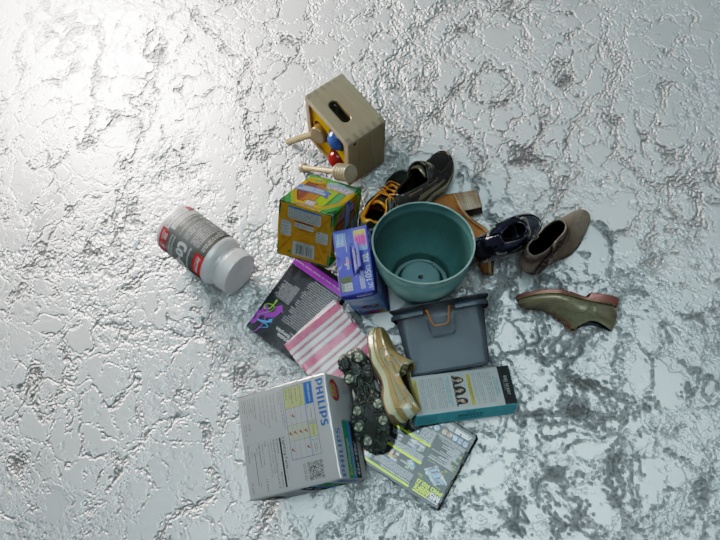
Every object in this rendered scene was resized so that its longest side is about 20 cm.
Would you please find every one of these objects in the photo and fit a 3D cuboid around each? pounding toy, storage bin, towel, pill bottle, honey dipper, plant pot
[{"bbox_3d":[-0.061,-0.301,1.628,0.141,0.185,0.200,-35,69,-15],"label":"pounding toy"},{"bbox_3d":[0.165,0.130,1.465,0.197,0.146,0.136,-12,80,7],"label":"storage bin"},{"bbox_3d":[-0.040,0.180,1.516,0.146,0.030,0.200,-41,83,-4],"label":"towel"},{"bbox_3d":[-0.334,-0.044,1.617,0.199,0.114,0.114,34,81,19],"label":"pill bottle"},{"bbox_3d":[-0.077,-0.219,1.620,0.199,0.038,0.038,19,73,52],"label":"honey dipper"},{"bbox_3d":[0.121,-0.016,1.471,0.197,0.135,0.202,-1,53,1],"label":"plant pot"}]

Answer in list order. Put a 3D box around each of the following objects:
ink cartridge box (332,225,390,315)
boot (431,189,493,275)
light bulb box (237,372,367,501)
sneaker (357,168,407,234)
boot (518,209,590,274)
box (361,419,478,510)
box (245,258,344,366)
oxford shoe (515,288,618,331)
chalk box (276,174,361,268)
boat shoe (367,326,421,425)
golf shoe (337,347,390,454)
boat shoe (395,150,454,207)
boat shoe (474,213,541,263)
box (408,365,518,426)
[{"bbox_3d":[0.000,0.000,1.493,0.075,0.200,0.138,-11,72,11],"label":"ink cartridge box"},{"bbox_3d":[0.191,-0.064,1.554,0.153,0.074,0.202,-15,62,7],"label":"boot"},{"bbox_3d":[-0.112,0.320,1.429,0.198,0.125,0.201,-18,70,20],"label":"light bulb box"},{"bbox_3d":[0.057,-0.144,1.589,0.077,0.078,0.201,22,64,19],"label":"sneaker"},{"bbox_3d":[0.389,-0.068,1.474,0.070,0.146,0.200,40,83,19],"label":"boot"},{"bbox_3d":[0.105,0.340,1.450,0.198,0.044,0.161,28,80,18],"label":"box"},{"bbox_3d":[-0.129,0.079,1.582,0.142,0.036,0.201,33,80,17],"label":"box"},{"bbox_3d":[0.403,0.079,1.467,0.197,0.070,0.076,4,78,13],"label":"oxford shoe"},{"bbox_3d":[-0.077,-0.115,1.566,0.123,0.125,0.200,16,31,15],"label":"chalk box"},{"bbox_3d":[0.071,0.188,1.418,0.076,0.071,0.202,-32,57,23],"label":"boat shoe"},{"bbox_3d":[0.018,0.248,1.443,0.076,0.088,0.203,-16,79,12],"label":"golf shoe"},{"bbox_3d":[0.137,-0.193,1.572,0.074,0.074,0.201,12,52,31],"label":"boat shoe"},{"bbox_3d":[0.314,-0.074,1.474,0.199,0.093,0.075,-28,88,-36],"label":"boat shoe"},{"bbox_3d":[0.194,0.240,1.433,0.197,0.049,0.083,-6,56,-5],"label":"box"}]
